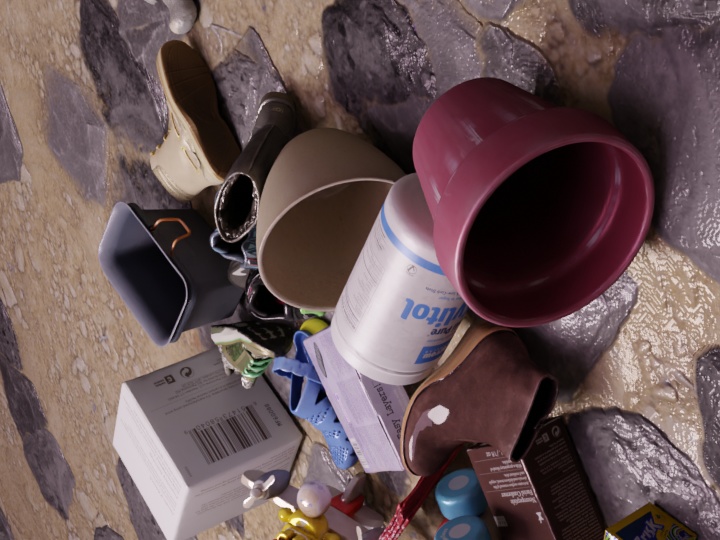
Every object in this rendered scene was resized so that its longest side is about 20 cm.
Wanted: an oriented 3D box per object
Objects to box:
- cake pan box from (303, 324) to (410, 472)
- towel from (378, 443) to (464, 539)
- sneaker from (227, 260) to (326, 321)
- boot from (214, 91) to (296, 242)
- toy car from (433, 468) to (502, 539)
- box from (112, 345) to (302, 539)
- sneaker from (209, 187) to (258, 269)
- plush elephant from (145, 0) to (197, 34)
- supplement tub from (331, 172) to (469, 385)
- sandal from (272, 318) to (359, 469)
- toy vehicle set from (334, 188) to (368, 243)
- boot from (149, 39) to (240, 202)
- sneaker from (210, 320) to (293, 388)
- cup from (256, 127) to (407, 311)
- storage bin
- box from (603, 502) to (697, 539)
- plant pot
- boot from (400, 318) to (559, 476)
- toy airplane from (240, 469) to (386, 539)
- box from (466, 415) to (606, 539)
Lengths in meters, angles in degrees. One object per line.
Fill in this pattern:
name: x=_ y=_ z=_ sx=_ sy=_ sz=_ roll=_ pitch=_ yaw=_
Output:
cake pan box: x=0.007 y=0.155 z=1.646 sx=0.202 sy=0.052 sz=0.184 roll=64 pitch=165 yaw=4
towel: x=0.057 y=0.282 z=1.607 sx=0.022 sy=0.145 sz=0.201 roll=36 pitch=142 yaw=8
sneaker: x=-0.123 y=0.017 z=1.775 sx=0.199 sy=0.083 sz=0.078 roll=19 pitch=123 yaw=51
boot: x=-0.127 y=-0.098 z=1.616 sx=0.201 sy=0.072 sz=0.183 roll=-83 pitch=1 yaw=-49
toy car: x=0.074 y=0.356 z=1.516 sx=0.177 sy=0.198 sz=0.186 roll=-82 pitch=-27 yaw=-64
box: x=-0.227 y=0.248 z=1.965 sx=0.201 sy=0.197 sz=0.172 roll=53 pitch=146 yaw=26
sneaker: x=-0.158 y=-0.061 z=1.759 sx=0.200 sy=0.095 sz=0.080 roll=40 pitch=134 yaw=52
plush elephant: x=-0.301 y=-0.410 z=1.721 sx=0.201 sy=0.154 sz=0.165 roll=58 pitch=147 yaw=15
supplement tub: x=0.058 y=0.009 z=1.425 sx=0.132 sy=0.131 sz=0.201 roll=49 pitch=135 yaw=27
sandal: x=-0.058 y=0.170 z=1.769 sx=0.079 sy=0.087 sz=0.202 roll=-18 pitch=95 yaw=57
toy vehicle set: x=0.000 y=0.000 z=1.631 sx=0.201 sy=0.026 sz=0.124 roll=60 pitch=148 yaw=14
boot: x=-0.247 y=-0.200 z=1.845 sx=0.155 sy=0.072 sz=0.202 roll=-21 pitch=96 yaw=56
sneaker: x=-0.145 y=0.120 z=1.873 sx=0.199 sy=0.076 sz=0.090 roll=4 pitch=102 yaw=64
cup: x=-0.031 y=-0.075 z=1.508 sx=0.202 sy=0.198 sz=0.144 roll=104 pitch=156 yaw=-44
storage bin: x=-0.256 y=-0.011 z=1.907 sx=0.200 sy=0.133 sz=0.146 roll=48 pitch=128 yaw=28
box: x=0.280 y=0.338 z=1.366 sx=0.064 sy=0.070 sz=0.202 roll=35 pitch=136 yaw=41
plant pot: x=0.139 y=-0.080 z=1.233 sx=0.179 sy=0.198 sz=0.202 roll=-124 pitch=30 yaw=-48
boot: x=0.120 y=0.159 z=1.414 sx=0.202 sy=0.072 sz=0.166 roll=-64 pitch=27 yaw=12
toy airplane: x=-0.050 y=0.322 z=1.749 sx=0.200 sy=0.197 sz=0.142 roll=-104 pitch=12 yaw=-50
box: x=0.200 y=0.266 z=1.445 sx=0.100 sy=0.074 sz=0.202 roll=-24 pitch=90 yaw=58
